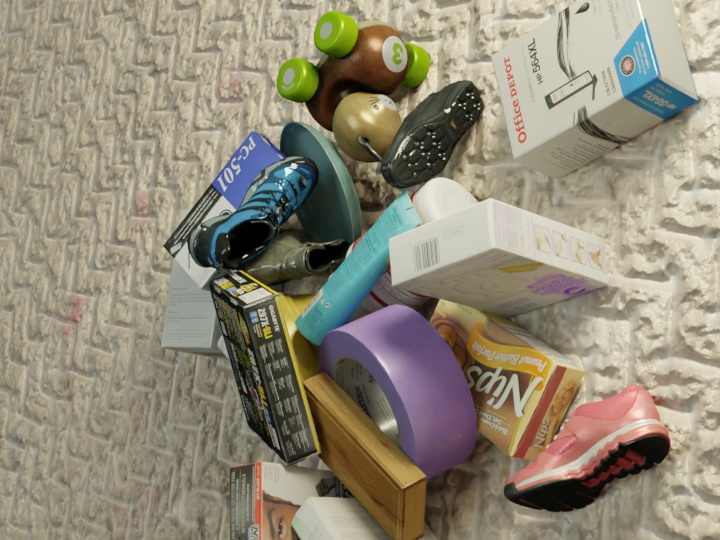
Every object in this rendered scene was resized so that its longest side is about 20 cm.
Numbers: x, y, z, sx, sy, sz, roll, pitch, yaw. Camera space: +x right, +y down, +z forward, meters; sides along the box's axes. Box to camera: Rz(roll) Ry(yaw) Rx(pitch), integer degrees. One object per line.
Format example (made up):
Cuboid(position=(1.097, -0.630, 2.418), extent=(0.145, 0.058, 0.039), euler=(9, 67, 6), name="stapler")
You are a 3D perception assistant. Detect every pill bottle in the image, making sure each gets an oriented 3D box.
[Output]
Cuboid(position=(0.055, -0.014, 1.565), extent=(0.200, 0.112, 0.112), euler=(-38, 53, 33), name="pill bottle")

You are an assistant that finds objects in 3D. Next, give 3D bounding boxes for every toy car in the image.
Cuboid(position=(0.018, -0.199, 1.623), extent=(0.158, 0.164, 0.200), euler=(-47, 51, 27), name="toy car")

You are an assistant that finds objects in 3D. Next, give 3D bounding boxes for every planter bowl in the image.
Cuboid(position=(-0.049, 0.092, 1.628), extent=(0.083, 0.200, 0.200), euler=(-30, 51, -1), name="planter bowl")

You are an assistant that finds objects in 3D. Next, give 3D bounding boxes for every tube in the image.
Cuboid(position=(0.000, 0.000, 1.502), extent=(0.200, 0.050, 0.077), euler=(-52, 34, 18), name="tube")

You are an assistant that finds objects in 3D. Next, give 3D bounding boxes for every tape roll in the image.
Cuboid(position=(0.039, 0.146, 1.482), extent=(0.200, 0.085, 0.200), euler=(41, 144, 40), name="tape roll")

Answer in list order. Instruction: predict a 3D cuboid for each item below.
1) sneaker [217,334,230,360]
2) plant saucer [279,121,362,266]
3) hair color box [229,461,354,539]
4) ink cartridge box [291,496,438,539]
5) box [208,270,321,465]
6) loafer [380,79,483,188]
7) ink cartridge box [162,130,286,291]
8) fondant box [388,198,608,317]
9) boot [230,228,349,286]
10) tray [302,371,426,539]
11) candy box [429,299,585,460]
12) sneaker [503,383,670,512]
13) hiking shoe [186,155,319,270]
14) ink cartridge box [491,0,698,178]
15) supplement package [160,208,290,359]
Cuboid(position=(-0.120, 0.123, 1.685), extent=(0.078, 0.200, 0.099), euler=(-37, 65, -7), name="sneaker")
Cuboid(position=(-0.048, -0.103, 1.695), extent=(0.200, 0.027, 0.200), euler=(51, 154, 37), name="plant saucer")
Cuboid(position=(-0.061, 0.293, 1.531), extent=(0.064, 0.200, 0.111), euler=(-18, 66, 43), name="hair color box")
Cuboid(position=(0.036, 0.335, 1.443), extent=(0.050, 0.161, 0.200), euler=(-59, 44, 22), name="ink cartridge box")
Cuboid(position=(-0.115, 0.112, 1.531), extent=(0.160, 0.049, 0.200), euler=(22, 128, 66), name="box")
Cuboid(position=(0.078, -0.160, 1.556), extent=(0.070, 0.068, 0.201), euler=(-9, 30, 43), name="loafer")
Cuboid(position=(-0.166, -0.076, 1.711), extent=(0.094, 0.044, 0.200), euler=(45, 102, 29), name="ink cartridge box")
Cuboid(position=(0.150, -0.009, 1.395), extent=(0.144, 0.200, 0.058), euler=(-21, 65, 41), name="fondant box")
Cuboid(position=(-0.069, -0.016, 1.667), extent=(0.131, 0.200, 0.068), euler=(-9, 100, 23), name="boot")
Cuboid(position=(0.001, 0.213, 1.474), extent=(0.200, 0.037, 0.099), euler=(42, 144, 40), name="tray")
Cuboid(position=(0.148, 0.116, 1.467), extent=(0.200, 0.055, 0.116), euler=(35, 106, 46), name="candy box")
Cuboid(position=(0.235, 0.187, 1.359), extent=(0.200, 0.074, 0.087), euler=(-34, 42, 31), name="sneaker")
Cuboid(position=(-0.116, -0.064, 1.604), extent=(0.200, 0.074, 0.087), euler=(-43, 35, -18), name="hiking shoe")
Cuboid(position=(0.254, -0.213, 1.432), extent=(0.200, 0.084, 0.146), euler=(-29, 58, 37), name="ink cartridge box")
Cuboid(position=(-0.187, 0.019, 1.809), extent=(0.117, 0.117, 0.200), euler=(-2, 77, 46), name="supplement package")
